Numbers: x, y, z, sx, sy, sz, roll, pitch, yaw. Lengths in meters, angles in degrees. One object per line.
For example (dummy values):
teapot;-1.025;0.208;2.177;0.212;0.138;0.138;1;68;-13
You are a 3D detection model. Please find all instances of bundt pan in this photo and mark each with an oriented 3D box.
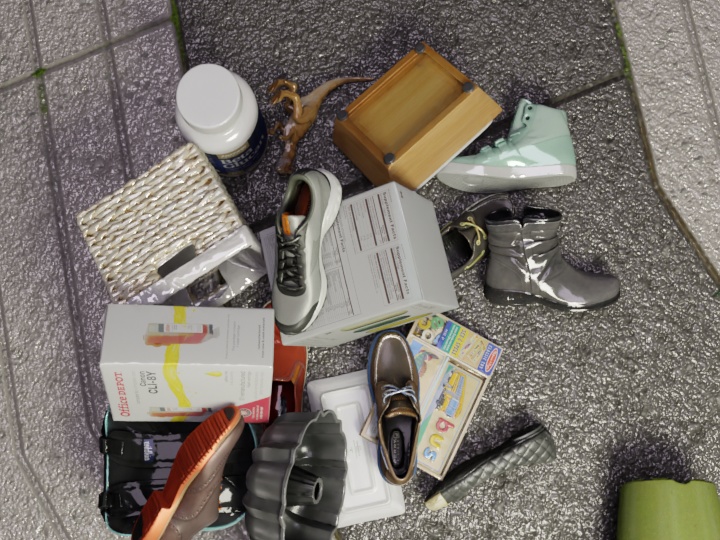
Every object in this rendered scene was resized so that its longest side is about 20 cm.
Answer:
bundt pan;-0.086;0.274;1.089;0.074;0.201;0.207;4;82;20

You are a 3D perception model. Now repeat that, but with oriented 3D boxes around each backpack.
backpack;-0.225;0.251;1.121;0.195;0.153;0.180;-2;80;1

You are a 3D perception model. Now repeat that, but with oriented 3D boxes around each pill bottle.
pill bottle;-0.187;-0.202;1.152;0.108;0.200;0.114;0;83;0

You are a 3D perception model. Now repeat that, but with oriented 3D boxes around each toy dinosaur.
toy dinosaur;-0.080;-0.234;1.237;0.106;0.060;0.202;39;81;-33

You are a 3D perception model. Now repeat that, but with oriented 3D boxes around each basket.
basket;-0.242;-0.033;1.134;0.196;0.200;0.163;-32;82;-3

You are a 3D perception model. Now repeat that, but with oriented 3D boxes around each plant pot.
plant pot;0.403;0.372;1.104;0.195;0.201;0.194;2;70;0

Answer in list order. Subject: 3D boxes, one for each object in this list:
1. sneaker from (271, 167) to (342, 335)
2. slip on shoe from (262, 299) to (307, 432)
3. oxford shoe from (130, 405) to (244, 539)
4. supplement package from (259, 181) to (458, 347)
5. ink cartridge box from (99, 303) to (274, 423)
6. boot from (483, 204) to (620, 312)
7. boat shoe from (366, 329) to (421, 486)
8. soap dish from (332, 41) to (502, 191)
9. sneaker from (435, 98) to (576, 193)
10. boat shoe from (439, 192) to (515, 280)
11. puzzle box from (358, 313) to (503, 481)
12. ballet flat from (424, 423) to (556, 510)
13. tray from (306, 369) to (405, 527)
sneaker;-0.078;-0.025;1.027;0.072;0.079;0.205;9;90;25
slip on shoe;-0.110;0.139;1.182;0.072;0.061;0.205;0;82;2
oxford shoe;-0.191;0.253;1.025;0.072;0.071;0.202;34;93;-25
supplement package;0.000;0.000;1.115;0.196;0.151;0.154;-18;78;21
ink cartridge box;-0.204;0.115;1.032;0.195;0.146;0.085;2;54;-7
boot;0.264;-0.018;1.166;0.195;0.070;0.134;0;115;-1
boat shoe;0.052;0.178;1.126;0.070;0.072;0.205;-5;82;-7
soap dish;0.071;-0.210;1.188;0.199;0.081;0.158;-41;58;-3
sneaker;0.202;-0.178;1.217;0.195;0.074;0.121;-2;76;3
boat shoe;0.144;-0.037;1.202;0.201;0.061;0.072;-42;85;-4
puzzle box;0.098;0.167;1.183;0.131;0.025;0.203;27;80;-2
ballet flat;0.176;0.275;1.162;0.197;0.066;0.058;-28;89;-3
tray;-0.007;0.245;1.188;0.105;0.022;0.205;-11;83;0
